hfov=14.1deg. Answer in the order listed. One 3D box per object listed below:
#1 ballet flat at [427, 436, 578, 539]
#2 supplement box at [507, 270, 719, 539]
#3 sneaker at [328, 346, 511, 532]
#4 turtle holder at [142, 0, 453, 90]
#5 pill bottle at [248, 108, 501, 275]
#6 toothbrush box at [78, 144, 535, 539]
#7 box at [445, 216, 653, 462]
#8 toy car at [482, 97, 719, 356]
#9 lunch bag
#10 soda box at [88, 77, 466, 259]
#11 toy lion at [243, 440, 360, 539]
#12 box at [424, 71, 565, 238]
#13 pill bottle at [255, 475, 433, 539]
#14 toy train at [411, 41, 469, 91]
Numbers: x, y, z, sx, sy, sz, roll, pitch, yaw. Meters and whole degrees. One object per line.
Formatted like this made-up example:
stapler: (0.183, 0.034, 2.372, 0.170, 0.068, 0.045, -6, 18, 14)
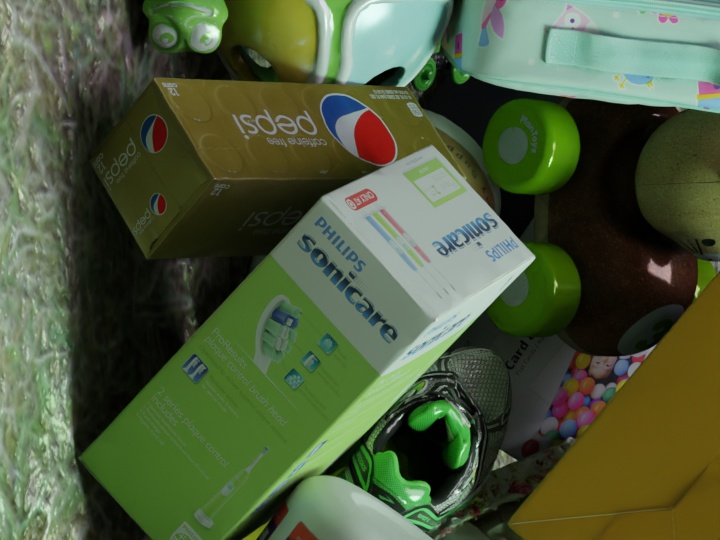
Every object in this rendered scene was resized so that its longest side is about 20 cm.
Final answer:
ballet flat: (0.087, 0.157, 1.758, 0.064, 0.199, 0.076, 42, -26, 54)
supplement box: (0.215, 0.126, 1.644, 0.197, 0.133, 0.200, -50, 158, 0)
sneaker: (0.043, 0.097, 1.580, 0.078, 0.085, 0.200, 42, 35, -3)
turtle holder: (-0.023, -0.151, 1.554, 0.185, 0.140, 0.132, -39, 141, -72)
pill bottle: (0.000, 0.000, 1.639, 0.200, 0.114, 0.115, -59, 142, -53)
toothbrush box: (-0.025, 0.044, 1.456, 0.086, 0.200, 0.146, 48, 26, 7)
box: (0.152, 0.060, 1.815, 0.200, 0.041, 0.156, 34, 91, -34)
toy car: (0.195, -0.031, 1.650, 0.164, 0.200, 0.159, 2, 87, -47)
lunch bag: (0.149, -0.134, 1.602, 0.160, 0.199, 0.077, -113, -151, -80)
soda box: (-0.040, -0.052, 1.496, 0.200, 0.064, 0.068, -3, 53, -49)
toy lion: (-0.040, 0.148, 1.623, 0.192, 0.068, 0.201, 51, 42, -47)
box: (0.112, -0.027, 1.912, 0.200, 0.123, 0.199, -56, 141, -53)
pill bottle: (-0.038, 0.209, 1.451, 0.200, 0.112, 0.112, -53, 158, 7)
toy train: (0.061, -0.148, 1.824, 0.200, 0.042, 0.057, -15, 119, -50)
